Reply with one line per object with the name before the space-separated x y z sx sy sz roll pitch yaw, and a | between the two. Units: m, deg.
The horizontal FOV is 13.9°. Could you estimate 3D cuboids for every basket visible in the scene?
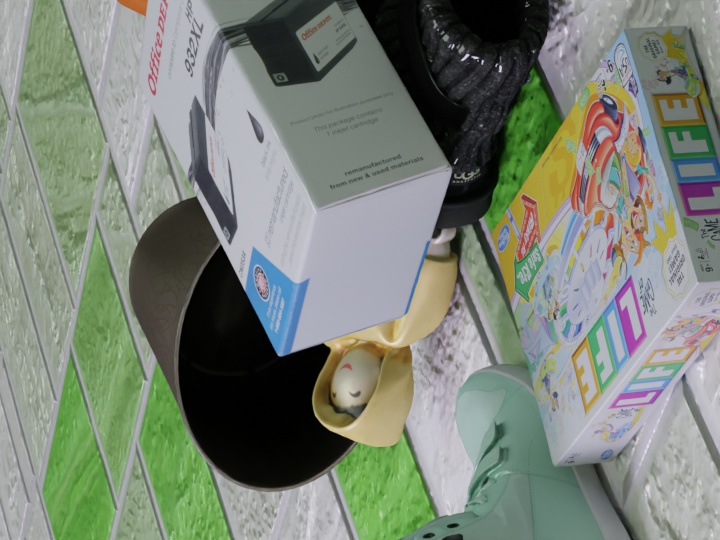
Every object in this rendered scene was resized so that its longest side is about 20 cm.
basket | -0.070 0.026 1.842 0.200 0.136 0.181 -147 67 -71

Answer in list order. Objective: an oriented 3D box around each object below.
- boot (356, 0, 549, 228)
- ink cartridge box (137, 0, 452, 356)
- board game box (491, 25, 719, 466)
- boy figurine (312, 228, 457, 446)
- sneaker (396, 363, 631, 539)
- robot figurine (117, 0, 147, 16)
boot | 0.032 -0.144 1.585 0.211 0.079 0.158 60 156 31
ink cartridge box | -0.041 -0.080 1.588 0.200 0.083 0.145 62 158 26
board game box | 0.124 -0.008 1.427 0.200 0.034 0.135 119 141 -57
boy figurine | 0.000 0.000 1.694 0.124 0.064 0.201 6 94 36
sneaker | 0.057 0.116 1.517 0.201 0.118 0.074 -119 30 -52
robot figurine | -0.133 -0.247 1.978 0.144 0.116 0.200 60 177 -34
